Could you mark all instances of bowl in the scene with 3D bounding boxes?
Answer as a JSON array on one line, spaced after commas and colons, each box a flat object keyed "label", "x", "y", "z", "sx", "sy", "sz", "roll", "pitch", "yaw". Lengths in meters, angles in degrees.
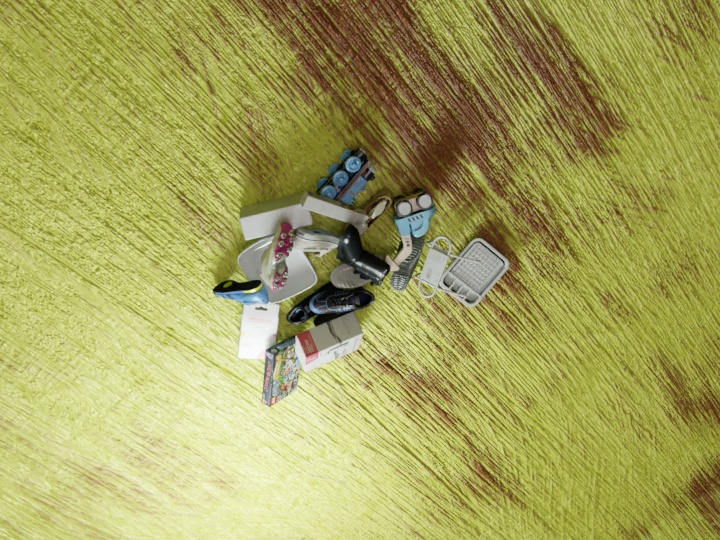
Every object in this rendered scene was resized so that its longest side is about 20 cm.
[{"label": "bowl", "x": -0.242, "y": -0.021, "z": 1.653, "sx": 0.197, "sy": 0.075, "sz": 0.202, "roll": -24, "pitch": 117, "yaw": 16}]

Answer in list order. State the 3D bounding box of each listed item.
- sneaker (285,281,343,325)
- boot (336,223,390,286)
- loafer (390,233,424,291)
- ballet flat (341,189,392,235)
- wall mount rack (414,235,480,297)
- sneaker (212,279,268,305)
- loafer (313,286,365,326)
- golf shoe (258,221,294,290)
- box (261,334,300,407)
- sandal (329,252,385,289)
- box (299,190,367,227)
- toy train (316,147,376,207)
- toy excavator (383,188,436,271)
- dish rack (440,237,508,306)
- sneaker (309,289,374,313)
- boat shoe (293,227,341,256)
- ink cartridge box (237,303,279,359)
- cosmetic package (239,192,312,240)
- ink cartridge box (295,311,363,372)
[{"label": "sneaker", "x": -0.138, "y": 0.107, "z": 1.713, "sx": 0.199, "sy": 0.112, "sz": 0.074, "roll": -35, "pitch": 92, "yaw": 8}, {"label": "boot", "x": 0.012, "y": -0.039, "z": 1.618, "sx": 0.161, "sy": 0.199, "sz": 0.074, "roll": 33, "pitch": 66, "yaw": 7}, {"label": "loafer", "x": 0.145, "y": -0.035, "z": 1.738, "sx": 0.074, "sy": 0.070, "sz": 0.203, "roll": 23, "pitch": 99, "yaw": 10}, {"label": "ballet flat", "x": 0.017, "y": -0.160, "z": 1.652, "sx": 0.068, "sy": 0.063, "sz": 0.200, "roll": 38, "pitch": 104, "yaw": -22}, {"label": "wall mount rack", "x": 0.263, "y": -0.003, "z": 1.720, "sx": 0.172, "sy": 0.074, "sz": 0.203, "roll": 27, "pitch": 111, "yaw": 23}, {"label": "sneaker", "x": -0.356, "y": 0.074, "z": 1.652, "sx": 0.197, "sy": 0.066, "sz": 0.079, "roll": -1, "pitch": 126, "yaw": 31}, {"label": "loafer", "x": -0.055, "y": 0.133, "z": 1.774, "sx": 0.198, "sy": 0.072, "sz": 0.063, "roll": -35, "pitch": 120, "yaw": 4}, {"label": "golf shoe", "x": -0.241, "y": -0.047, "z": 1.553, "sx": 0.075, "sy": 0.091, "sz": 0.203, "roll": -14, "pitch": 126, "yaw": -52}, {"label": "box", "x": -0.252, "y": 0.323, "z": 1.798, "sx": 0.037, "sy": 0.136, "sz": 0.204, "roll": 23, "pitch": 117, "yaw": 30}, {"label": "sandal", "x": 0.002, "y": 0.007, "z": 1.732, "sx": 0.199, "sy": 0.050, "sz": 0.084, "roll": -17, "pitch": 84, "yaw": -10}, {"label": "box", "x": -0.073, "y": -0.171, "z": 1.556, "sx": 0.197, "sy": 0.039, "sz": 0.042, "roll": 15, "pitch": 116, "yaw": -31}, {"label": "toy train", "x": -0.039, "y": -0.252, "z": 1.592, "sx": 0.114, "sy": 0.087, "sz": 0.200, "roll": 36, "pitch": 104, "yaw": -31}, {"label": "toy excavator", "x": 0.142, "y": -0.118, "z": 1.654, "sx": 0.191, "sy": 0.100, "sz": 0.203, "roll": -18, "pitch": 106, "yaw": -1}, {"label": "dish rack", "x": 0.362, "y": 0.002, "z": 1.797, "sx": 0.170, "sy": 0.044, "sz": 0.201, "roll": 34, "pitch": 105, "yaw": -21}, {"label": "sneaker", "x": -0.052, "y": 0.089, "z": 1.674, "sx": 0.196, "sy": 0.078, "sz": 0.072, "roll": -9, "pitch": 88, "yaw": -21}, {"label": "boat shoe", "x": -0.121, "y": -0.077, "z": 1.618, "sx": 0.199, "sy": 0.070, "sz": 0.071, "roll": -1, "pitch": 116, "yaw": -58}, {"label": "ink cartridge box", "x": -0.319, "y": 0.175, "z": 1.748, "sx": 0.114, "sy": 0.068, "sz": 0.203, "roll": 6, "pitch": 115, "yaw": -13}, {"label": "cosmetic package", "x": -0.240, "y": -0.155, "z": 1.590, "sx": 0.196, "sy": 0.102, "sz": 0.075, "roll": -15, "pitch": 115, "yaw": -1}, {"label": "ink cartridge box", "x": -0.098, "y": 0.223, "z": 1.739, "sx": 0.197, "sy": 0.086, "sz": 0.146, "roll": -23, "pitch": 158, "yaw": -17}]
